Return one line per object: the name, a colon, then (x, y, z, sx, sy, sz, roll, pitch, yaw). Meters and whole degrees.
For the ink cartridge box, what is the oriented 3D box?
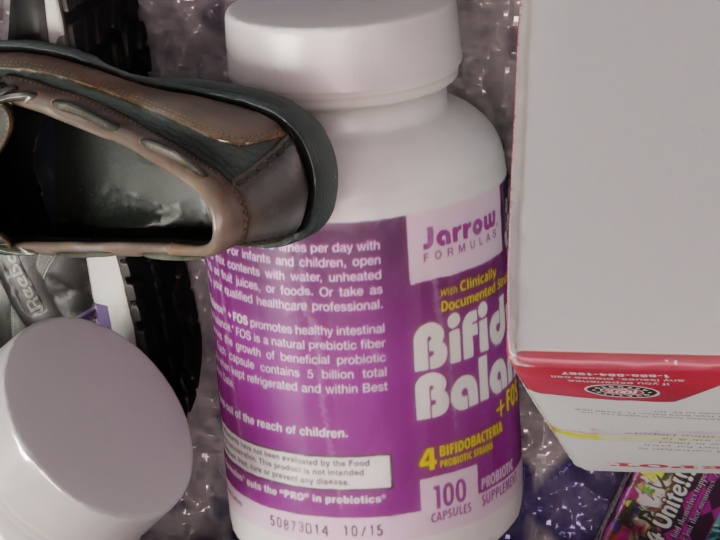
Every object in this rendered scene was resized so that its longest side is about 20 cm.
ink cartridge box: (0.132, -0.017, 0.915, 0.145, 0.200, 0.145, 0, 76, 10)

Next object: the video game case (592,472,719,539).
video game case: (0.178, 0.124, 1.059, 0.181, 0.036, 0.201, 22, 111, 0)

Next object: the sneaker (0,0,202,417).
sneaker: (-0.123, -0.032, 1.043, 0.087, 0.076, 0.201, -3, 108, 17)

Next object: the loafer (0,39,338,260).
loafer: (-0.105, -0.037, 0.955, 0.199, 0.063, 0.072, 5, 112, 32)

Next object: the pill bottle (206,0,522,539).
pill bottle: (0.000, 0.000, 1.009, 0.112, 0.112, 0.201, -1, 109, 10)

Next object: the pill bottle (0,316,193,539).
pill bottle: (-0.152, 0.102, 1.034, 0.111, 0.111, 0.200, 45, 127, -7)
